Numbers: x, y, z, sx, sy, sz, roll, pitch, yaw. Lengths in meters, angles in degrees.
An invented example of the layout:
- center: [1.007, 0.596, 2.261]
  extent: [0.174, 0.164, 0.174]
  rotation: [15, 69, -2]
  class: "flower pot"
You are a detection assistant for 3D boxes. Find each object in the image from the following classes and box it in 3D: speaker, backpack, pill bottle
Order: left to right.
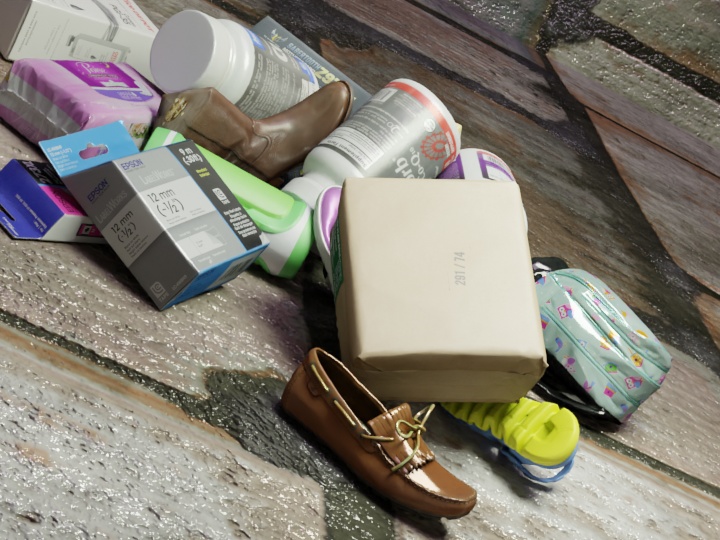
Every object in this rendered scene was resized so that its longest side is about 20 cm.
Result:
- center: [-0.142, -0.070, 1.691]
  extent: [0.199, 0.089, 0.089]
  rotation: [29, 19, -6]
  class: "speaker"
- center: [-0.144, -0.220, 1.850]
  extent: [0.114, 0.114, 0.199]
  rotation: [43, 12, 32]
  class: "pill bottle"
- center: [0.008, -0.111, 1.794]
  extent: [0.116, 0.200, 0.116]
  rotation: [39, -24, 20]
  class: "pill bottle"
- center: [0.129, -0.058, 1.810]
  extent: [0.111, 0.112, 0.200]
  rotation: [27, 17, -9]
  class: "pill bottle"
- center: [0.255, 0.078, 1.843]
  extent: [0.200, 0.127, 0.166]
  rotation: [46, 16, 21]
  class: "backpack"

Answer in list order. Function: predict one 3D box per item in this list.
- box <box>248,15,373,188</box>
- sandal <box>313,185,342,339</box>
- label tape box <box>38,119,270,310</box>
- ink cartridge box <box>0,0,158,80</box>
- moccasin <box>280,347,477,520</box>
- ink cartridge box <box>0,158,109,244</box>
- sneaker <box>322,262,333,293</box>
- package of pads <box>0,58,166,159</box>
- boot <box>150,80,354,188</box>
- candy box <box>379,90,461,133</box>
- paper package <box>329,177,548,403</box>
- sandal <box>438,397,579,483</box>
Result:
- center: [-0.102, -0.208, 2.003]
  extent: [0.200, 0.158, 0.051]
  rotation: [39, -23, 22]
  class: "box"
- center: [0.006, 0.000, 1.655]
  extent: [0.082, 0.050, 0.205]
  rotation: [5, 63, -37]
  class: "sandal"
- center: [-0.195, -0.072, 1.551]
  extent: [0.201, 0.066, 0.143]
  rotation: [54, 28, 5]
  class: "label tape box"
- center: [-0.351, -0.298, 1.941]
  extent: [0.199, 0.083, 0.147]
  rotation: [12, 27, -43]
  class: "ink cartridge box"
- center: [0.023, 0.143, 1.420]
  extent: [0.201, 0.078, 0.073]
  rotation: [40, 21, 24]
  class: "moccasin"
- center: [-0.277, -0.065, 1.558]
  extent: [0.095, 0.037, 0.199]
  rotation: [43, 25, 30]
  class: "ink cartridge box"
- center: [0.050, 0.020, 1.787]
  extent: [0.198, 0.081, 0.147]
  rotation: [23, 9, -5]
  class: "sneaker"
- center: [-0.287, -0.171, 1.737]
  extent: [0.120, 0.076, 0.199]
  rotation: [39, 21, 18]
  class: "package of pads"
- center: [-0.120, -0.172, 1.776]
  extent: [0.199, 0.186, 0.064]
  rotation: [30, 17, -51]
  class: "boot"
- center: [0.024, -0.118, 1.916]
  extent: [0.115, 0.056, 0.200]
  rotation: [25, 52, 17]
  class: "candy box"
- center: [0.070, 0.020, 1.562]
  extent: [0.188, 0.104, 0.202]
  rotation: [1, 60, -11]
  class: "paper package"
- center: [0.145, 0.151, 1.617]
  extent: [0.200, 0.079, 0.087]
  rotation: [40, -15, 42]
  class: "sandal"
